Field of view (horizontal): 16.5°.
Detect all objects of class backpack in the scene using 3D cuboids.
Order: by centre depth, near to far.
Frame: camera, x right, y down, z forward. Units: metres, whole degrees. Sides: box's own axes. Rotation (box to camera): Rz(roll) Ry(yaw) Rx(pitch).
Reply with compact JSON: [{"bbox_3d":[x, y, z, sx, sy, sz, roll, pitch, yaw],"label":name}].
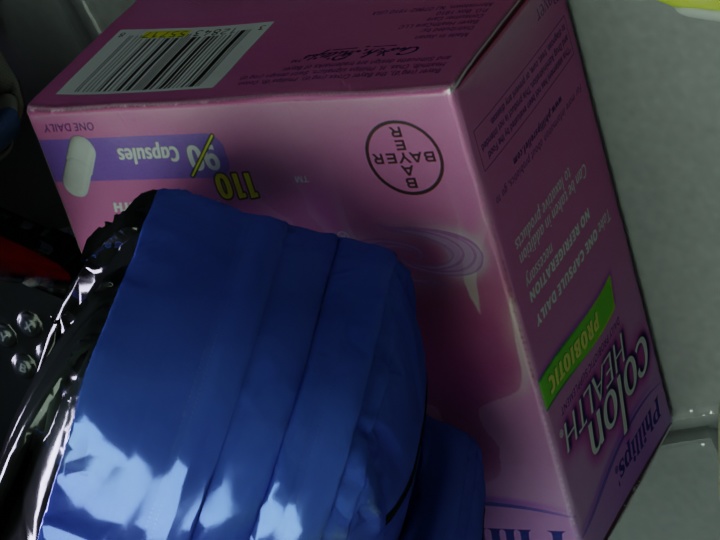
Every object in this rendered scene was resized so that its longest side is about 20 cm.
[{"bbox_3d":[-0.041,0.079,0.832,0.167,0.163,0.201,12,122,-4],"label":"backpack"}]

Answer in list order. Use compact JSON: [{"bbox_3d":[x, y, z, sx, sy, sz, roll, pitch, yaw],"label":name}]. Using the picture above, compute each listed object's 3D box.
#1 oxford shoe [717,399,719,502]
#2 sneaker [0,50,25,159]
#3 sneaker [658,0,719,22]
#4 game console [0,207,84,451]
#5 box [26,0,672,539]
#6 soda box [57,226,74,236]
[{"bbox_3d":[0.152,0.110,0.858,0.071,0.074,0.201,-15,78,30],"label":"oxford shoe"},{"bbox_3d":[-0.180,-0.043,1.005,0.090,0.075,0.201,18,131,25],"label":"sneaker"},{"bbox_3d":[0.075,-0.155,0.776,0.199,0.076,0.105,25,131,13],"label":"sneaker"},{"bbox_3d":[-0.212,0.005,0.935,0.199,0.119,0.173,24,125,17],"label":"game console"},{"bbox_3d":[0.000,0.000,0.918,0.175,0.097,0.201,0,123,30],"label":"box"},{"bbox_3d":[-0.108,0.083,1.060,0.063,0.068,0.201,-11,117,33],"label":"soda box"}]
